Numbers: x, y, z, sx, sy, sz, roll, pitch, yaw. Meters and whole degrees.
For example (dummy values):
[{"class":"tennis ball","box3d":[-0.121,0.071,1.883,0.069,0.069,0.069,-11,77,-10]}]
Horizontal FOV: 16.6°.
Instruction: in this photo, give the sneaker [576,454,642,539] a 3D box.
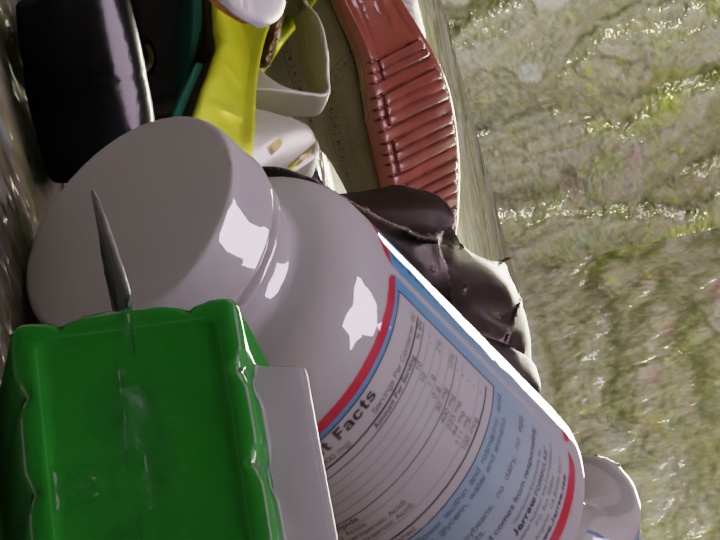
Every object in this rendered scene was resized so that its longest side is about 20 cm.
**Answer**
[{"class":"sneaker","box3d":[0.057,0.104,0.995,0.200,0.075,0.087,-30,124,-53]}]

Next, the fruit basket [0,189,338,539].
[{"class":"fruit basket","box3d":[-0.045,0.107,0.685,0.201,0.093,0.186,79,0,-52]}]

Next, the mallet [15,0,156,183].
[{"class":"mallet","box3d":[-0.093,-0.083,0.900,0.200,0.041,0.066,-94,174,-75]}]

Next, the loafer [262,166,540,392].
[{"class":"loafer","box3d":[0.000,0.000,0.938,0.200,0.073,0.072,33,49,-53]}]

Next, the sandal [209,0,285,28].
[{"class":"sandal","box3d":[-0.095,-0.152,0.910,0.207,0.059,0.079,58,13,30]}]

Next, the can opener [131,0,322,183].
[{"class":"can opener","box3d":[-0.056,-0.081,1.058,0.053,0.066,0.201,50,29,-78]}]

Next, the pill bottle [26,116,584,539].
[{"class":"pill bottle","box3d":[-0.017,0.040,0.820,0.200,0.108,0.109,45,27,-39]}]

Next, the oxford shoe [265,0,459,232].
[{"class":"oxford shoe","box3d":[-0.010,-0.086,1.095,0.071,0.073,0.201,-19,95,-61]}]

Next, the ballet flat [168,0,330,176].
[{"class":"ballet flat","box3d":[-0.047,-0.062,0.960,0.201,0.067,0.067,-84,-168,-46]}]

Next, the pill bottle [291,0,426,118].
[{"class":"pill bottle","box3d":[-0.038,-0.172,1.190,0.114,0.113,0.201,47,32,-78]}]
